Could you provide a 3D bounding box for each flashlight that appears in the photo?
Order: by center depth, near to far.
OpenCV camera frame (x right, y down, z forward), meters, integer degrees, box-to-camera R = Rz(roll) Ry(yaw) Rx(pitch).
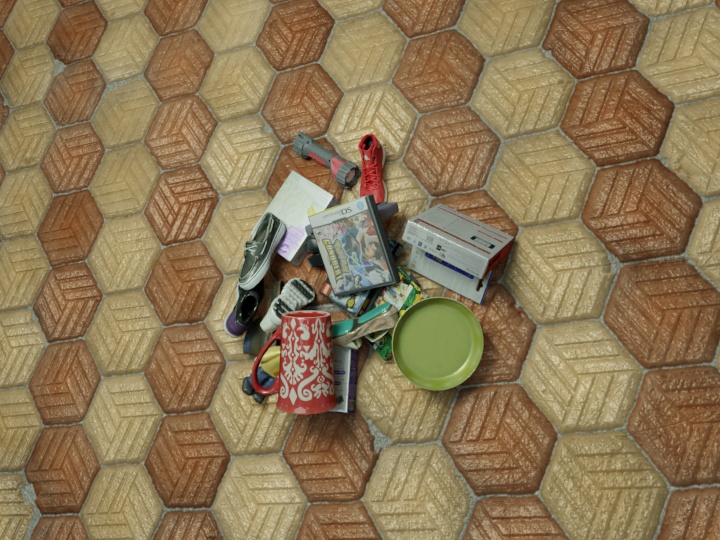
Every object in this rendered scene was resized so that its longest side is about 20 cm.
[{"bbox_3d":[-0.093,-0.285,1.499,0.199,0.068,0.068,33,86,26],"label":"flashlight"}]

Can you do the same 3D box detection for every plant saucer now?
[{"bbox_3d":[0.164,0.156,1.240,0.198,0.031,0.202,0,93,-3],"label":"plant saucer"}]

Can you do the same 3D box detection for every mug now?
[{"bbox_3d":[-0.135,0.194,1.240,0.133,0.176,0.202,9,99,61],"label":"mug"}]

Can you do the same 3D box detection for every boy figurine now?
[{"bbox_3d":[-0.188,0.234,1.372,0.200,0.065,0.124,-40,109,19],"label":"boy figurine"}]

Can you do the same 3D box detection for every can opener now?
[{"bbox_3d":[-0.053,-0.077,1.408,0.199,0.063,0.079,-24,107,22],"label":"can opener"}]

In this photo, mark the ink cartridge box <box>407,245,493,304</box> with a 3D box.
[{"bbox_3d":[0.207,-0.009,1.323,0.199,0.037,0.095,29,127,23],"label":"ink cartridge box"}]

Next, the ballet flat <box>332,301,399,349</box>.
[{"bbox_3d":[0.000,0.138,1.295,0.199,0.068,0.068,-23,109,23],"label":"ballet flat"}]

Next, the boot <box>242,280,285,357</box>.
[{"bbox_3d":[-0.240,0.123,1.435,0.096,0.075,0.202,2,79,15],"label":"boot"}]

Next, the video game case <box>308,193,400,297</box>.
[{"bbox_3d":[-0.017,-0.052,1.302,0.180,0.025,0.202,-14,97,36],"label":"video game case"}]

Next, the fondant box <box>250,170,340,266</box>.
[{"bbox_3d":[-0.168,-0.135,1.485,0.144,0.058,0.201,33,89,21],"label":"fondant box"}]

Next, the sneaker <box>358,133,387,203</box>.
[{"bbox_3d":[0.018,-0.242,1.422,0.078,0.116,0.202,-7,75,15],"label":"sneaker"}]

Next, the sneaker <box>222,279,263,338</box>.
[{"bbox_3d":[-0.268,0.067,1.417,0.087,0.075,0.201,-41,29,43],"label":"sneaker"}]

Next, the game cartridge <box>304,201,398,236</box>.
[{"bbox_3d":[-0.020,-0.125,1.377,0.199,0.130,0.039,-6,112,35],"label":"game cartridge"}]

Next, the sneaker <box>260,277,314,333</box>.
[{"bbox_3d":[-0.176,0.082,1.377,0.075,0.200,0.081,45,121,-1],"label":"sneaker"}]

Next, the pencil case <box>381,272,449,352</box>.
[{"bbox_3d":[0.131,0.098,1.323,0.089,0.078,0.201,-36,69,5],"label":"pencil case"}]

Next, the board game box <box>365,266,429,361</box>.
[{"bbox_3d":[0.072,0.101,1.311,0.105,0.023,0.201,45,125,26],"label":"board game box"}]

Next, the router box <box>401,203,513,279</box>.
[{"bbox_3d":[0.221,-0.072,1.286,0.199,0.179,0.049,28,121,22],"label":"router box"}]

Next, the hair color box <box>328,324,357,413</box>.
[{"bbox_3d":[-0.067,0.232,1.360,0.108,0.065,0.202,0,75,16],"label":"hair color box"}]

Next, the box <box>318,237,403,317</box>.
[{"bbox_3d":[0.000,0.000,1.391,0.136,0.040,0.201,26,85,38],"label":"box"}]

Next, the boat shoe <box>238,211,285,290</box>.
[{"bbox_3d":[-0.255,-0.052,1.402,0.072,0.071,0.201,3,62,37],"label":"boat shoe"}]
